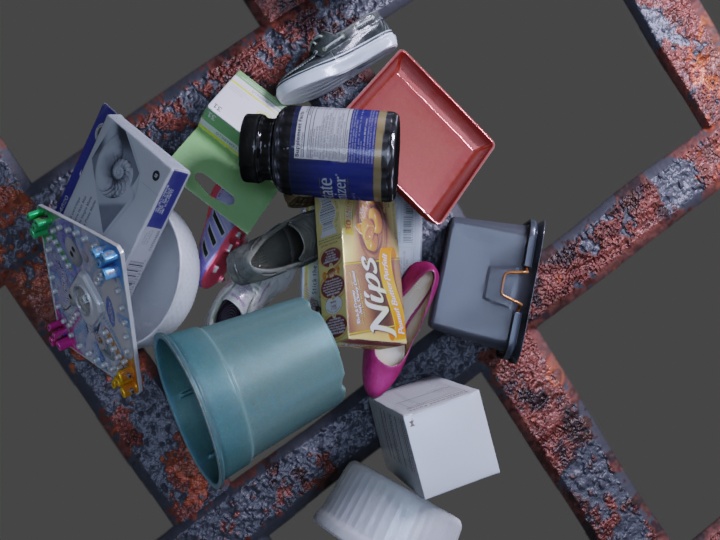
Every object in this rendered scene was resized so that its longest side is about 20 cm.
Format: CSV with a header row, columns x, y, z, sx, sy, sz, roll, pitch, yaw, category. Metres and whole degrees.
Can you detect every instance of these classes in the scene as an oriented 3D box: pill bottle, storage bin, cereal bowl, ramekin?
x,y,z,sx,sy,sz,roll,pitch,yaw,category
-0.050,-0.149,1.107,0.195,0.112,0.115,4,89,6,pill bottle
0.174,0.018,1.243,0.131,0.146,0.205,11,88,2,storage bin
-0.288,0.005,1.172,0.196,0.083,0.206,-4,82,31,cereal bowl
0.042,0.342,1.191,0.198,0.200,0.099,31,78,-7,ramekin

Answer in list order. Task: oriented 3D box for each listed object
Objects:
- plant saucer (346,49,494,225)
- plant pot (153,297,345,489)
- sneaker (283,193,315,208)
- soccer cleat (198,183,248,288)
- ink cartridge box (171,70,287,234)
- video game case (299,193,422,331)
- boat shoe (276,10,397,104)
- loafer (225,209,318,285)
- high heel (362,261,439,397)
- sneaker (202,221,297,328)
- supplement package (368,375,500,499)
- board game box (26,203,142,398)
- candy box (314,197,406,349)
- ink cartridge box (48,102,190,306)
x,y,z,sx,sy,sz,roll,pitch,yaw,category
0.075,-0.184,1.234,0.199,0.037,0.201,43,52,-7,plant saucer
-0.134,0.139,1.112,0.193,0.199,0.205,-21,93,-24,plant pot
-0.032,-0.157,1.231,0.197,0.067,0.091,-20,78,-26,sneaker
-0.188,-0.071,1.211,0.075,0.067,0.203,22,73,10,soccer cleat
-0.156,-0.163,1.179,0.144,0.048,0.202,36,44,-8,ink cartridge box
0.001,-0.015,1.269,0.177,0.023,0.206,1,91,-8,video game case
-0.043,-0.303,1.246,0.198,0.072,0.072,-31,86,-18,boat shoe
-0.088,-0.034,1.179,0.198,0.069,0.071,-31,101,-36,loafer
0.057,0.084,1.218,0.066,0.096,0.203,27,87,-8,high heel
-0.144,0.022,1.209,0.074,0.100,0.202,35,84,-4,sneaker
0.094,0.220,1.189,0.111,0.200,0.112,-16,92,-11,supplement package
-0.352,0.038,1.110,0.026,0.198,0.205,-25,125,-40,board game box
0.000,0.000,1.181,0.114,0.055,0.205,9,73,-45,candy box
-0.330,-0.091,1.135,0.199,0.040,0.203,36,104,29,ink cartridge box
